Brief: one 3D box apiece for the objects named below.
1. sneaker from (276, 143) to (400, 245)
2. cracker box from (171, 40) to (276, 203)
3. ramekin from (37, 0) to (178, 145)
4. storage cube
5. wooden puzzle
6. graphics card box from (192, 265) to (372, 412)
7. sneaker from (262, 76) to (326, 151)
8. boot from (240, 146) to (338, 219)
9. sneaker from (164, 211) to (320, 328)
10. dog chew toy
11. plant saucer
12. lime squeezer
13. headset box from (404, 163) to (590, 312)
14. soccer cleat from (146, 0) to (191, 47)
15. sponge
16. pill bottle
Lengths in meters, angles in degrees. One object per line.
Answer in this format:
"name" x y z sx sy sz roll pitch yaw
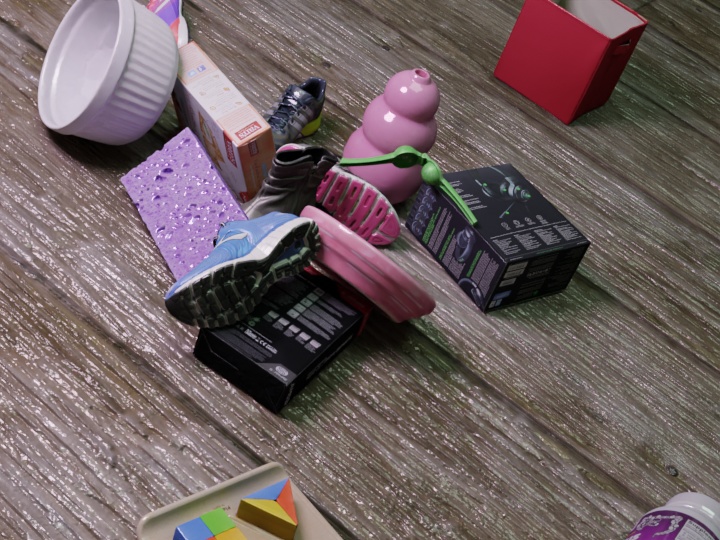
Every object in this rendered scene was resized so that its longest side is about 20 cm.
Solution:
"sneaker" -0.026 -0.112 1.603 0.199 0.074 0.088 33 19 -3
"cracker box" -0.184 -0.192 1.561 0.057 0.134 0.200 -32 58 -17
"ramekin" -0.324 -0.260 1.525 0.105 0.200 0.201 21 30 -40
"storage cube" 0.373 -0.398 2.092 0.199 0.181 0.171 37 38 19
"wooden puzzle" -0.086 0.276 1.112 0.184 0.047 0.200 -16 52 -41
"graphics card box" -0.087 0.069 1.366 0.125 0.051 0.200 33 36 12
"sneaker" -0.109 -0.224 1.692 0.073 0.081 0.200 28 37 7
"boot" -0.122 -0.096 1.483 0.199 0.131 0.068 -20 54 -44
"sneaker" -0.141 -0.005 1.327 0.199 0.079 0.089 -32 39 -31
"dog chew toy" 0.050 -0.191 1.638 0.123 0.201 0.125 14 37 -11
"plant saucer" 0.000 0.000 1.427 0.200 0.051 0.201 36 -4 3
"lime squeezer" 0.076 -0.129 1.563 0.199 0.038 0.071 25 42 5
"headset box" 0.185 -0.056 1.634 0.173 0.093 0.200 -13 49 -38
"soccer cleat" -0.309 -0.390 1.804 0.073 0.069 0.201 2 44 -20
"sponge" -0.211 -0.076 1.440 0.111 0.030 0.200 -36 55 1
"pill bottle" 0.322 0.318 1.229 0.112 0.113 0.200 36 37 17
